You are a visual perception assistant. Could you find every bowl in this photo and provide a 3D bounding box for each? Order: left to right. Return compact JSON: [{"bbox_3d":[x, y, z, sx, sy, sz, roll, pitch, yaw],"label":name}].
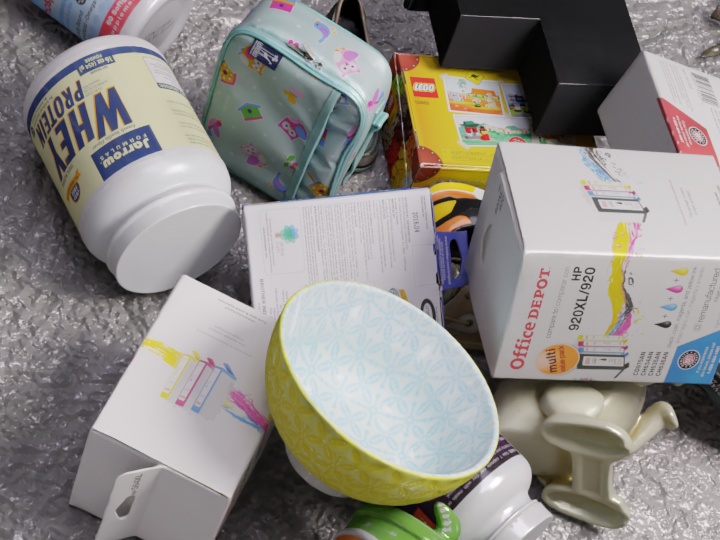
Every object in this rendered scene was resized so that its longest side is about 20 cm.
[{"bbox_3d":[-0.001,0.116,1.410,0.199,0.108,0.201,24,36,-19],"label":"bowl"}]

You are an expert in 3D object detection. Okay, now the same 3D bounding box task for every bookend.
[{"bbox_3d":[0.163,-0.215,1.744,0.198,0.092,0.201,0,55,-17],"label":"bookend"}]

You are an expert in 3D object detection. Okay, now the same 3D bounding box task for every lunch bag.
[{"bbox_3d":[-0.060,-0.150,1.652,0.160,0.200,0.077,35,53,7],"label":"lunch bag"}]

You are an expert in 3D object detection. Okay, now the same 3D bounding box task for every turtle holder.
[{"bbox_3d":[0.039,0.277,1.425,0.141,0.186,0.132,17,57,40],"label":"turtle holder"}]

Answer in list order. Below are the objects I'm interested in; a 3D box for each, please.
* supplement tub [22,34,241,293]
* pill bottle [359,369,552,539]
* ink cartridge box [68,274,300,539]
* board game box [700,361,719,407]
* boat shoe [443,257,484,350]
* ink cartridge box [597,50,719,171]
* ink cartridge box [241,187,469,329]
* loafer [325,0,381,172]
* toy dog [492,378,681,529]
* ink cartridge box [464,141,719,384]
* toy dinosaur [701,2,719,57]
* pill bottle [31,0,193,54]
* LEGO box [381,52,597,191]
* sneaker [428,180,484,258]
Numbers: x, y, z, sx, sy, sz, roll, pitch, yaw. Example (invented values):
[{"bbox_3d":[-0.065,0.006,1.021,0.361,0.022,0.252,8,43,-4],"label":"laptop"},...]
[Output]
[{"bbox_3d":[-0.204,-0.095,1.599,0.144,0.145,0.200,-16,61,-28],"label":"supplement tub"},{"bbox_3d":[0.067,0.165,1.515,0.112,0.113,0.200,-33,69,-34],"label":"pill bottle"},{"bbox_3d":[-0.144,0.134,1.460,0.125,0.129,0.200,26,52,2],"label":"ink cartridge box"},{"bbox_3d":[0.374,0.092,1.650,0.200,0.028,0.136,45,50,-29],"label":"board game box"},{"bbox_3d":[0.088,0.024,1.657,0.199,0.065,0.072,7,52,-13],"label":"boat shoe"},{"bbox_3d":[0.335,-0.102,1.645,0.199,0.083,0.147,16,41,-25],"label":"ink cartridge box"},{"bbox_3d":[0.000,0.000,1.572,0.199,0.076,0.137,-6,93,-2],"label":"ink cartridge box"},{"bbox_3d":[-0.014,-0.193,1.787,0.071,0.063,0.201,4,53,-15],"label":"loafer"},{"bbox_3d":[0.199,0.107,1.607,0.193,0.140,0.200,7,46,27],"label":"toy dog"},{"bbox_3d":[0.205,-0.004,1.508,0.199,0.148,0.145,2,41,-10],"label":"ink cartridge box"},{"bbox_3d":[0.464,-0.288,2.009,0.102,0.077,0.200,40,49,22],"label":"toy dinosaur"},{"bbox_3d":[-0.270,-0.292,1.748,0.200,0.109,0.109,37,52,11],"label":"pill bottle"},{"bbox_3d":[0.128,-0.133,1.780,0.199,0.077,0.150,3,53,-17],"label":"LEGO box"},{"bbox_3d":[0.153,-0.031,1.705,0.199,0.070,0.090,4,38,-14],"label":"sneaker"}]
